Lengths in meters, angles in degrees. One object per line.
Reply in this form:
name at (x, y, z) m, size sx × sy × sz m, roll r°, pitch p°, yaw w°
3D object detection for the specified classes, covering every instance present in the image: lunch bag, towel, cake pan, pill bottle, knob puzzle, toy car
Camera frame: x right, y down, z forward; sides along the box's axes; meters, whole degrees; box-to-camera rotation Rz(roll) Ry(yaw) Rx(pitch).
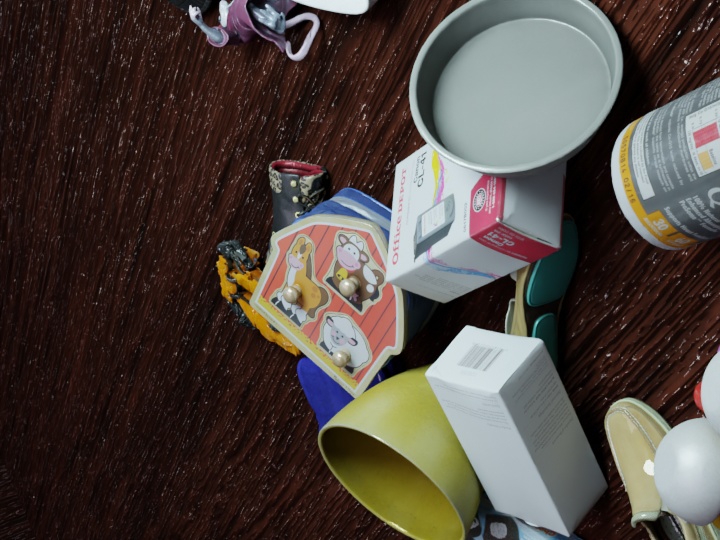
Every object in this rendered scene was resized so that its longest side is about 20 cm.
lunch bag at (0.000, 0.000, 1.220) m, size 0.199 × 0.132 × 0.137 m, roll 35°, pitch 126°, yaw 17°
towel at (0.001, 0.183, 1.382) m, size 0.198 × 0.049 × 0.150 m, roll -6°, pitch 104°, yaw 54°
cake pan at (0.143, -0.171, 0.955) m, size 0.201 × 0.199 × 0.037 m, roll 49°, pitch 178°, yaw 31°
pill bottle at (0.301, -0.096, 0.802) m, size 0.199 × 0.115 × 0.118 m, roll -26°, pitch 82°, yaw 55°
knob puzzle at (-0.030, 0.026, 1.148) m, size 0.216 × 0.030 × 0.224 m, roll 14°, pitch 118°, yaw 29°
toy car at (0.333, 0.114, 0.828) m, size 0.151 × 0.171 × 0.202 m, roll -90°, pitch 13°, yaw -51°

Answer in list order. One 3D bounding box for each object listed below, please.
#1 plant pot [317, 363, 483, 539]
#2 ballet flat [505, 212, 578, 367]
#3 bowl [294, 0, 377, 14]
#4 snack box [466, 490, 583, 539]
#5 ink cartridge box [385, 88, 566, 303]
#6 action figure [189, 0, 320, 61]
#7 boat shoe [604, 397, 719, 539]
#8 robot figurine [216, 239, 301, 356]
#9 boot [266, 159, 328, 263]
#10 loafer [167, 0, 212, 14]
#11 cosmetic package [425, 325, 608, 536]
plant pot at (0.071, 0.194, 1.178) m, size 0.198 × 0.142 × 0.202 m, roll 29°, pitch 149°, yaw 20°
ballet flat at (0.175, 0.029, 1.063) m, size 0.063 × 0.068 × 0.204 m, roll 35°, pitch 129°, yaw 48°
bowl at (-0.045, -0.402, 1.162) m, size 0.198 × 0.074 × 0.202 m, roll 26°, pitch 145°, yaw 47°
snack box at (0.178, 0.324, 1.193) m, size 0.199 × 0.037 × 0.118 m, roll 26°, pitch 123°, yaw 47°
ink cartridge box at (0.114, -0.069, 1.048) m, size 0.199 × 0.084 × 0.150 m, roll -29°, pitch 49°, yaw 53°
action figure at (-0.136, -0.342, 1.356) m, size 0.148 × 0.135 × 0.199 m, roll 34°, pitch 163°, yaw -16°
boat shoe at (0.283, 0.217, 0.975) m, size 0.202 × 0.075 × 0.072 m, roll 61°, pitch 142°, yaw 19°
robot figurine at (-0.141, 0.034, 1.497) m, size 0.199 × 0.058 × 0.147 m, roll 34°, pitch 138°, yaw 42°
boot at (-0.063, -0.054, 1.359) m, size 0.199 × 0.072 × 0.154 m, roll 29°, pitch 125°, yaw 52°
loafer at (-0.221, -0.431, 1.451) m, size 0.200 × 0.072 × 0.072 m, roll -35°, pitch 30°, yaw 59°
cosmetic package at (0.162, 0.165, 1.061) m, size 0.112 × 0.081 × 0.202 m, roll 9°, pitch 135°, yaw 51°
